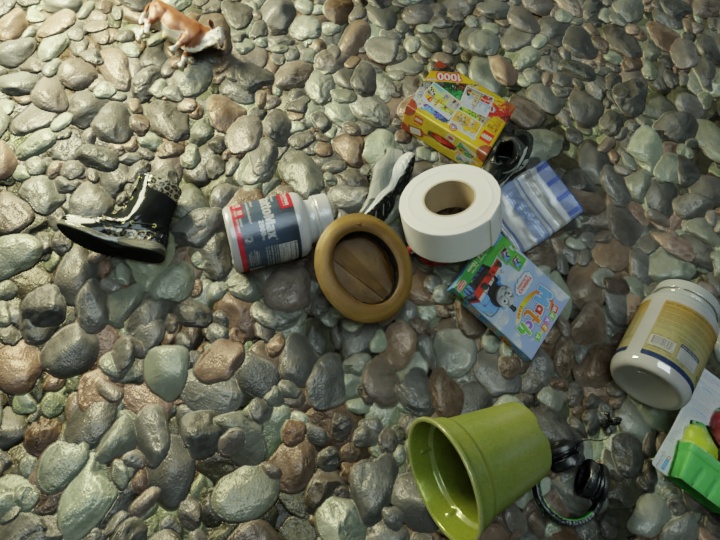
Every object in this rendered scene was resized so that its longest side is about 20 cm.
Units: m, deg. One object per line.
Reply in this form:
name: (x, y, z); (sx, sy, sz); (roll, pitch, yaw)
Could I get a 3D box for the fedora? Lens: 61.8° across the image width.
fedora: (0.000, 0.000, 1.114); (0.193, 0.082, 0.209); (3, 80, -17)

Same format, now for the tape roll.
tape roll: (0.174, -0.113, 1.152); (0.195, 0.072, 0.207); (-8, 45, 8)

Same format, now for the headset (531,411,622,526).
headset: (0.378, 0.334, 1.024); (0.123, 0.095, 0.200); (39, 69, 10)

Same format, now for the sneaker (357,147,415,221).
sneaker: (0.040, -0.167, 1.210); (0.077, 0.075, 0.203); (24, 61, 14)

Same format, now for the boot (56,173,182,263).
boot: (-0.444, -0.109, 1.127); (0.196, 0.074, 0.158); (14, 64, -5)

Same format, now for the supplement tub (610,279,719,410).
supplement tub: (0.561, 0.133, 1.100); (0.143, 0.145, 0.201); (35, 69, 9)

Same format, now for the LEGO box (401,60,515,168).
LEGO box: (0.207, -0.328, 1.285); (0.197, 0.078, 0.151); (32, 67, 7)

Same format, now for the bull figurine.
bull figurine: (-0.388, -0.509, 1.297); (0.196, 0.066, 0.123); (30, 64, 7)

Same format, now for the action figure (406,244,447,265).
action figure: (0.184, -0.045, 1.185); (0.192, 0.052, 0.068); (-4, 73, -6)

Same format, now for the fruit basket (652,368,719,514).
fruit basket: (0.632, 0.311, 1.056); (0.183, 0.094, 0.202); (34, 73, 8)

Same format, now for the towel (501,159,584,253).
towel: (0.356, -0.134, 1.252); (0.196, 0.024, 0.149); (-30, 75, -17)

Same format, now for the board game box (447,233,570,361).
board game box: (0.283, 0.045, 1.141); (0.199, 0.037, 0.152); (41, 72, -2)

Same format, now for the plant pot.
plant pot: (0.203, 0.307, 0.978); (0.179, 0.201, 0.205); (-16, 69, -24)

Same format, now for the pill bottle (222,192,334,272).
pill bottle: (-0.150, -0.078, 1.120); (0.193, 0.120, 0.123); (-15, 69, -12)

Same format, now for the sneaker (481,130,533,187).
sneaker: (0.314, -0.244, 1.245); (0.066, 0.091, 0.200); (38, 58, 13)
